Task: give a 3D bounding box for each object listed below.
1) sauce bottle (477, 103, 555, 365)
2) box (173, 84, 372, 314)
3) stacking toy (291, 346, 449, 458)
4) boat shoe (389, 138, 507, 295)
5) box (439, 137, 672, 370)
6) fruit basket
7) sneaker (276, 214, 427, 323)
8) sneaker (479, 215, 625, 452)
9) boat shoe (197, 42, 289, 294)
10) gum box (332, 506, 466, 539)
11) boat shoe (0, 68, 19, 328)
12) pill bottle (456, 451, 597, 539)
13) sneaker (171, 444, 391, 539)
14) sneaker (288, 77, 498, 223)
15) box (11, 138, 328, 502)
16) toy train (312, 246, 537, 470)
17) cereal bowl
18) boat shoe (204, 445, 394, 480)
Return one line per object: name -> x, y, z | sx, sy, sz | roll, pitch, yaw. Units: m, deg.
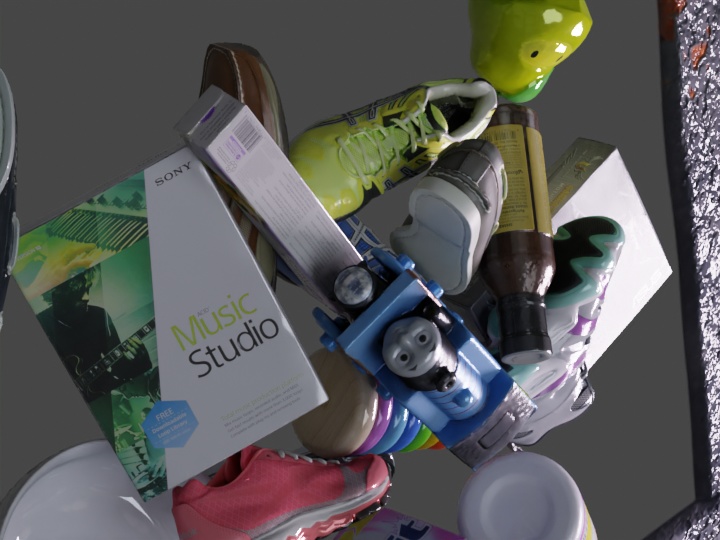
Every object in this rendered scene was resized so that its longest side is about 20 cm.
sauce bottle -> 0.118, -0.028, 1.149 | 0.065, 0.065, 0.201 | 16, 63, -42
box -> -0.053, -0.043, 0.978 | 0.041, 0.039, 0.200 | -48, 139, -8
stacking toy -> 0.038, 0.112, 1.188 | 0.199, 0.085, 0.086 | 11, 98, -47
boat shoe -> 0.068, -0.037, 1.103 | 0.060, 0.072, 0.202 | -53, 173, -16
box -> 0.171, 0.010, 1.277 | 0.200, 0.048, 0.159 | -46, 129, -18
fruit basket -> 0.143, -0.232, 1.114 | 0.215, 0.155, 0.217 | 2, 86, -39
sneaker -> 0.000, 0.000, 1.112 | 0.200, 0.077, 0.076 | 32, 86, -40
sneaker -> 0.167, 0.060, 1.215 | 0.200, 0.078, 0.140 | -50, 132, -2
boat shoe -> -0.098, -0.053, 1.014 | 0.074, 0.076, 0.201 | -10, 111, -34
gum box -> 0.002, 0.280, 1.172 | 0.200, 0.113, 0.066 | -46, 129, -28
boat shoe -> -0.247, -0.028, 0.908 | 0.060, 0.075, 0.201 | 29, 74, -78
pill bottle -> 0.148, 0.229, 1.268 | 0.104, 0.104, 0.200 | -54, 156, -11
sneaker -> -0.052, 0.154, 1.043 | 0.200, 0.074, 0.087 | -20, 84, -49
sneaker -> 0.018, -0.097, 1.078 | 0.200, 0.076, 0.076 | -34, 91, -34
box -> -0.128, 0.033, 0.977 | 0.144, 0.036, 0.201 | -29, 104, -5
toy train -> 0.046, 0.061, 1.028 | 0.087, 0.114, 0.200 | -46, 147, -2
cereal bowl -> -0.175, 0.220, 1.014 | 0.199, 0.083, 0.201 | 17, 61, -33
boat shoe -> -0.042, 0.172, 1.144 | 0.199, 0.066, 0.070 | 1, 105, -40
